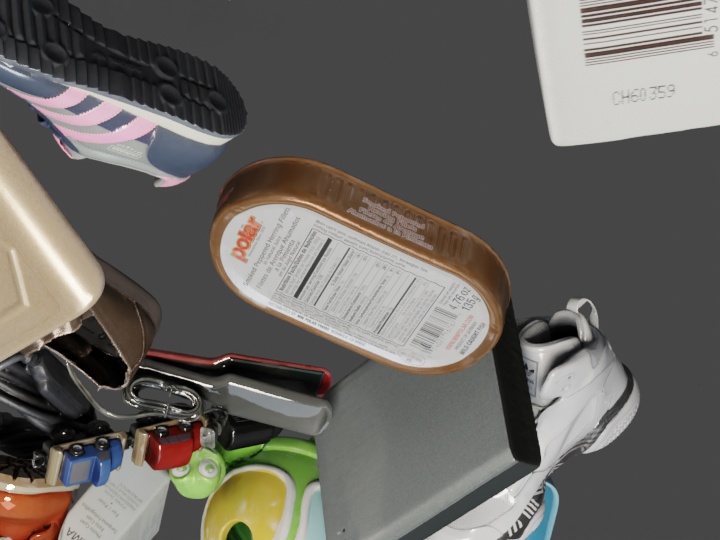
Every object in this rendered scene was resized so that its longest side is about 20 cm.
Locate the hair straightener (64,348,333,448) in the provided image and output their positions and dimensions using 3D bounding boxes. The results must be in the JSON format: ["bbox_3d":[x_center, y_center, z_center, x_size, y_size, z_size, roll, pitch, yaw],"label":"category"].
[{"bbox_3d":[-0.112,0.084,1.103,0.198,0.077,0.041,16,124,-18],"label":"hair straightener"}]

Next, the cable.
[{"bbox_3d":[-0.266,0.102,1.124,0.161,0.051,0.200,-3,153,16],"label":"cable"}]

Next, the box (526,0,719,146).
[{"bbox_3d":[0.166,-0.178,0.704,0.197,0.132,0.200,-8,143,8],"label":"box"}]

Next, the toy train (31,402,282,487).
[{"bbox_3d":[-0.137,0.120,1.110,0.198,0.046,0.034,-9,130,-36],"label":"toy train"}]

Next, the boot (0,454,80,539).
[{"bbox_3d":[-0.252,0.193,1.161,0.074,0.109,0.200,14,165,1],"label":"boot"}]

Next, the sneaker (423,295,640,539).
[{"bbox_3d":[0.106,0.107,1.087,0.200,0.075,0.115,-41,134,-15],"label":"sneaker"}]

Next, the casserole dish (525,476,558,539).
[{"bbox_3d":[0.098,0.200,1.298,0.119,0.039,0.201,0,143,-2],"label":"casserole dish"}]

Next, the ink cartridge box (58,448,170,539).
[{"bbox_3d":[-0.226,0.238,1.194,0.047,0.200,0.160,38,155,7],"label":"ink cartridge box"}]

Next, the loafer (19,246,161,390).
[{"bbox_3d":[-0.204,0.015,1.007,0.073,0.072,0.199,-28,136,32],"label":"loafer"}]

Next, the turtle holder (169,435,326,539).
[{"bbox_3d":[-0.058,0.197,1.199,0.139,0.132,0.187,-1,124,16],"label":"turtle holder"}]

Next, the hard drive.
[{"bbox_3d":[0.041,0.111,1.086,0.033,0.141,0.200,17,140,-34],"label":"hard drive"}]

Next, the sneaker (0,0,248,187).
[{"bbox_3d":[-0.163,-0.097,0.857,0.198,0.071,0.082,24,134,-28],"label":"sneaker"}]

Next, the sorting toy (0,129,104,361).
[{"bbox_3d":[-0.268,-0.022,0.931,0.199,0.037,0.186,-28,104,29],"label":"sorting toy"}]

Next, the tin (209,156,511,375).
[{"bbox_3d":[0.000,0.000,0.985,0.198,0.042,0.112,24,131,-10],"label":"tin"}]
